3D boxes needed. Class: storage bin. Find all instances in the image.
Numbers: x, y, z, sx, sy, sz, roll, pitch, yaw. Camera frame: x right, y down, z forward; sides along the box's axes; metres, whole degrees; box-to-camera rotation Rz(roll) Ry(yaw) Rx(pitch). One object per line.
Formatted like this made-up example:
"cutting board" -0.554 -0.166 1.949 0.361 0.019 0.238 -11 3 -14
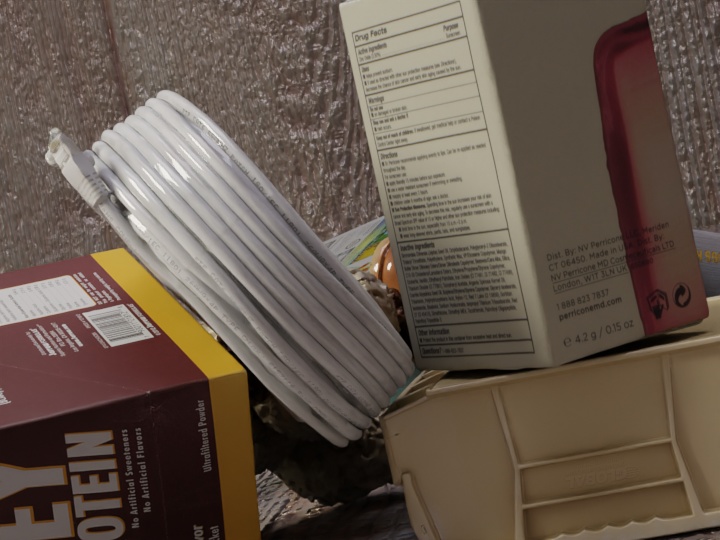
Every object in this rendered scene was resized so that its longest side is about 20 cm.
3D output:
"storage bin" 0.125 0.082 1.150 0.197 0.095 0.200 -11 4 10

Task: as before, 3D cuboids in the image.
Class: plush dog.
"plush dog" -0.044 0.056 1.266 0.199 0.161 0.172 -13 -21 -45

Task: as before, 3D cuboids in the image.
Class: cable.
"cable" -0.057 0.000 1.077 0.069 0.200 0.200 -44 -16 -5

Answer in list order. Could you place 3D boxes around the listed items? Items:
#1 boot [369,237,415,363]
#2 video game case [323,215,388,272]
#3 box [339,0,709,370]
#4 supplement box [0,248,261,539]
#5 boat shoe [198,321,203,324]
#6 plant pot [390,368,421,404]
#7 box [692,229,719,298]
"boot" 0.111 0.042 1.298 0.155 0.200 0.077 -11 38 54
"video game case" 0.000 0.000 1.518 0.181 0.022 0.200 -23 12 31
"box" 0.082 -0.057 1.097 0.108 0.202 0.128 -14 5 -31
"supplement box" -0.177 0.098 1.089 0.199 0.134 0.197 -13 23 -21
"boat shoe" -0.201 0.106 2.159 0.199 0.076 0.072 -21 8 -4
"plant pot" 0.050 0.054 1.546 0.199 0.142 0.141 -23 8 -23
"box" 0.178 0.028 1.416 0.157 0.049 0.200 7 -22 -21
